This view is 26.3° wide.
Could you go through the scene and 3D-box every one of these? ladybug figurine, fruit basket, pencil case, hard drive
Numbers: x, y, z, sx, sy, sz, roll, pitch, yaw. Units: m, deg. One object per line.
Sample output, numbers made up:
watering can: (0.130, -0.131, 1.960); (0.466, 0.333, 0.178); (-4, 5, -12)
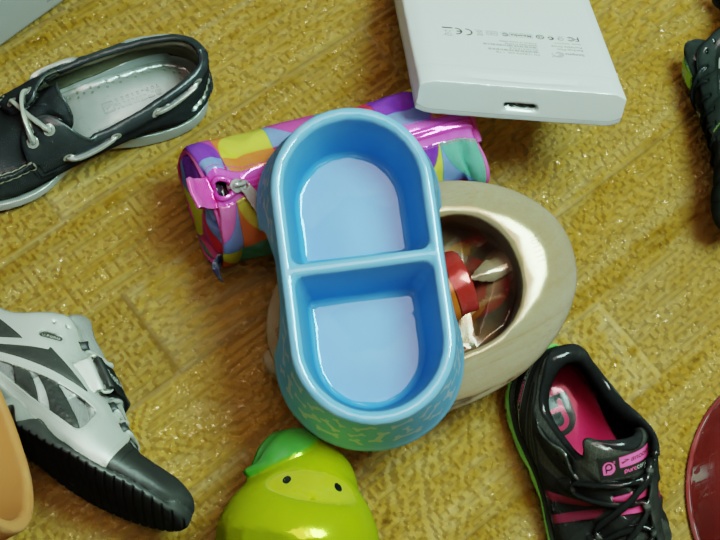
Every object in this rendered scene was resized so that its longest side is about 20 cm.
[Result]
ladybug figurine: (0.034, 0.021, 0.941); (0.198, 0.072, 0.137); (-18, 82, -7)
fruit basket: (-0.033, 0.187, 0.841); (0.214, 0.155, 0.218); (1, 85, -8)
pencil case: (-0.018, -0.062, 0.972); (0.199, 0.088, 0.089); (-18, 71, -17)
hard drive: (0.090, -0.166, 1.016); (0.131, 0.027, 0.201); (3, 40, -9)

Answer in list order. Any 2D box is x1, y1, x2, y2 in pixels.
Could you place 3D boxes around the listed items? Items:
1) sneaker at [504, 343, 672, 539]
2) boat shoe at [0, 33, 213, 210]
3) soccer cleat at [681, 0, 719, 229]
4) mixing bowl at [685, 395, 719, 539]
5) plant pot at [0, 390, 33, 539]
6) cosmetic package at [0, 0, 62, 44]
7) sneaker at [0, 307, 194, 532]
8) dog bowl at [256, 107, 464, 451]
sneaker: (0.145, 0.134, 0.916); (0.076, 0.084, 0.201); (-23, 73, -17)
boat shoe: (-0.187, -0.099, 0.970); (0.199, 0.060, 0.076); (-28, 74, -19)
soccer cleat: (0.255, -0.115, 1.058); (0.080, 0.068, 0.201); (12, 64, 15)
mixing bowl: (0.309, 0.129, 0.934); (0.198, 0.109, 0.202); (3, 66, -8)
plant pot: (-0.269, 0.070, 0.752); (0.139, 0.200, 0.201); (-28, 74, -3)
cosmetic package: (-0.245, -0.265, 0.974); (0.200, 0.167, 0.167); (-41, 79, -21)
sneaker: (-0.167, 0.071, 0.894); (0.199, 0.074, 0.089); (33, 63, 8)
dog bowl: (0.000, 0.000, 0.880); (0.110, 0.050, 0.202); (-7, 78, -3)
